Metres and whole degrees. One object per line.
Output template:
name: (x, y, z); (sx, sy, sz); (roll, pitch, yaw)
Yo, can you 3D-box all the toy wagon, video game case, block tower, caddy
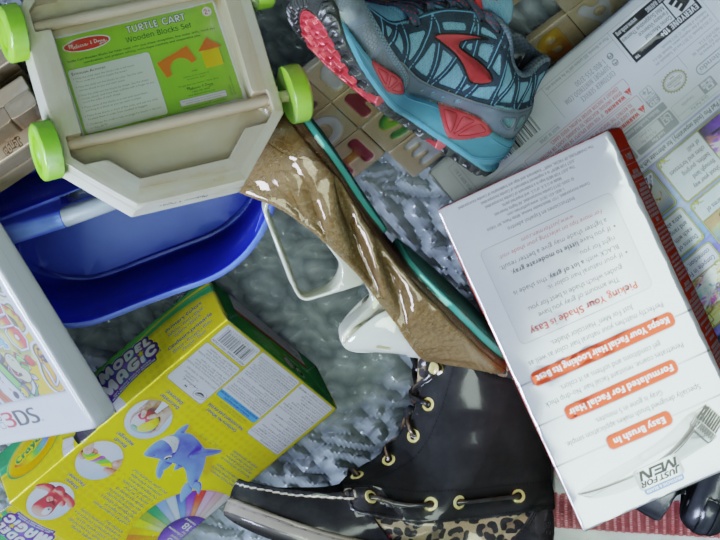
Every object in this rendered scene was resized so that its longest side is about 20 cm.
toy wagon: (-0.119, -0.133, 1.591); (0.155, 0.040, 0.201); (-13, 76, -17)
video game case: (0.172, -0.051, 1.687); (0.200, 0.045, 0.181); (-40, 85, 14)
block tower: (-0.235, -0.144, 1.636); (0.058, 0.054, 0.200); (-32, 73, 1)
caddy: (-0.143, -0.051, 1.681); (0.199, 0.105, 0.142); (-21, 106, 6)
video game case: (-0.246, 0.014, 1.681); (0.023, 0.182, 0.200); (-40, 106, -35)

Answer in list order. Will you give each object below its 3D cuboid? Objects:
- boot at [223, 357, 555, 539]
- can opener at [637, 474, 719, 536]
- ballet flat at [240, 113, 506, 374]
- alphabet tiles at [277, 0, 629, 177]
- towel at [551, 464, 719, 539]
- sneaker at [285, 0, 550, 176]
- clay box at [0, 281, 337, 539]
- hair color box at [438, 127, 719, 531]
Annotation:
boot: (0.027, 0.100, 1.720); (0.199, 0.073, 0.151); (10, 85, -3)
can opener: (0.227, 0.061, 1.712); (0.078, 0.063, 0.201); (26, 88, -13)
ballet flat: (0.000, 0.000, 1.653); (0.072, 0.068, 0.200); (-40, 110, 6)
alphabet tiles: (0.042, -0.130, 1.657); (0.200, 0.008, 0.167); (-38, 142, 10)
towel: (0.183, 0.160, 1.749); (0.143, 0.023, 0.201); (4, 84, 0)
sneaker: (0.036, -0.131, 1.603); (0.079, 0.200, 0.096); (41, 97, 35)
clay box: (-0.126, 0.105, 1.733); (0.200, 0.048, 0.115); (-39, 133, 11)
hair color box: (0.137, 0.032, 1.648); (0.111, 0.064, 0.201); (-24, 88, 13)
